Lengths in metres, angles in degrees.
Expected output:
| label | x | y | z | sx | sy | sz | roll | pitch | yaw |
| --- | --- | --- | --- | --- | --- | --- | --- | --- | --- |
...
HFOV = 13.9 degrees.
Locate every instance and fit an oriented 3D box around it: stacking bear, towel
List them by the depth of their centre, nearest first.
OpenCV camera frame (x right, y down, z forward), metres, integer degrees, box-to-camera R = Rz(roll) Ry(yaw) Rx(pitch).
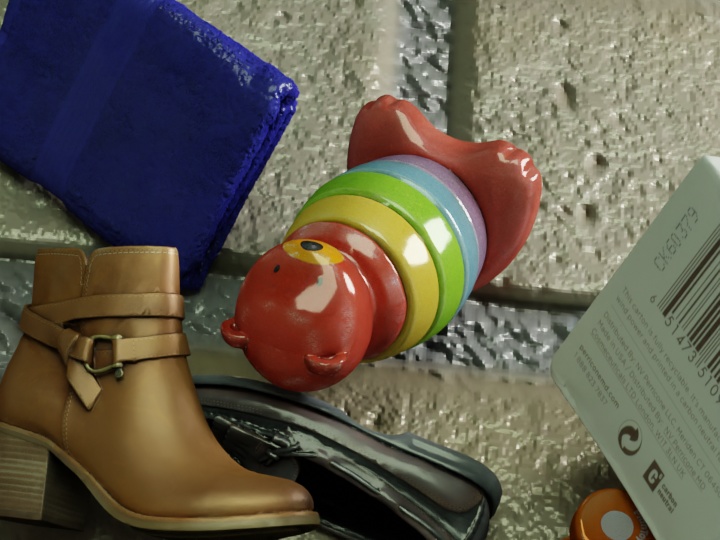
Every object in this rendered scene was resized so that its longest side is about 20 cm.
| label | x | y | z | sx | sy | sz | roll | pitch | yaw |
| --- | --- | --- | --- | --- | --- | --- | --- | --- | --- |
| stacking bear | 0.000 | 0.000 | 1.644 | 0.121 | 0.114 | 0.200 | 23 | 33 | 20 |
| towel | -0.137 | -0.098 | 1.752 | 0.200 | 0.148 | 0.049 | 36 | 18 | 23 |

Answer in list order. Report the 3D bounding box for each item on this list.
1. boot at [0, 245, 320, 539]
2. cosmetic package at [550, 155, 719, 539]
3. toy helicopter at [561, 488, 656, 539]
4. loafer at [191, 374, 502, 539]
| label | x | y | z | sx | sy | sz | roll | pitch | yaw |
| --- | --- | --- | --- | --- | --- | --- | --- | --- | --- |
| boot | -0.105 | 0.066 | 1.585 | 0.199 | 0.077 | 0.156 | 4 | 80 | 31 |
| cosmetic package | 0.246 | 0.056 | 1.576 | 0.199 | 0.165 | 0.165 | 4 | 43 | -39 |
| toy helicopter | 0.172 | 0.213 | 1.556 | 0.132 | 0.079 | 0.201 | 3 | 60 | -12 |
| loafer | -0.024 | 0.113 | 1.614 | 0.199 | 0.072 | 0.063 | 17 | 55 | 5 |
